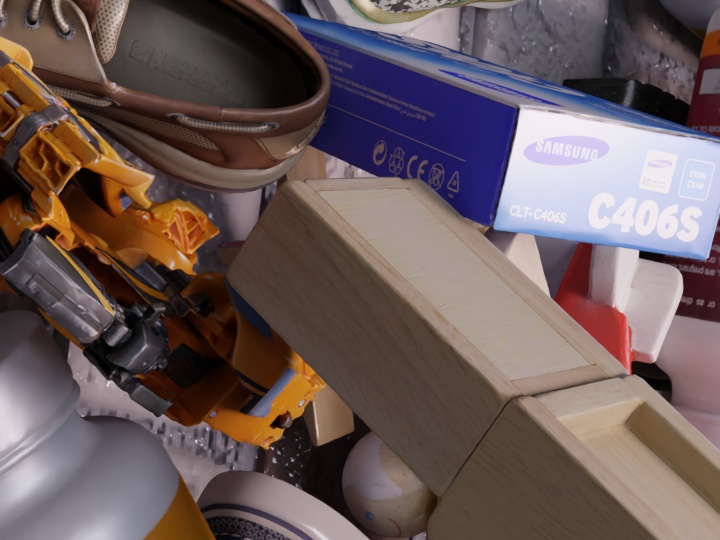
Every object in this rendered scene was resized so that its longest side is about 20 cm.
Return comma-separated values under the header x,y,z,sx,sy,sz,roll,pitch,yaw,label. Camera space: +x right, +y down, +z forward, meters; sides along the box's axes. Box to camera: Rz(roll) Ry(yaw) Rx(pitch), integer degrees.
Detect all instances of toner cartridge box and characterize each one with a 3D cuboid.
x,y,z,sx,sy,sz,roll,pitch,yaw,label
0.036,-0.054,0.750,0.094,0.200,0.044,6,102,-32,toner cartridge box

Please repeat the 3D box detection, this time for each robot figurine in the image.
x,y,z,sx,sy,sz,roll,pitch,yaw,label
-0.085,-0.011,0.651,0.058,0.145,0.200,-47,152,-1,robot figurine

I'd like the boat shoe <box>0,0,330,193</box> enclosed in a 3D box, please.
x,y,z,sx,sy,sz,roll,pitch,yaw,label
-0.099,-0.091,0.698,0.199,0.072,0.076,18,70,-19,boat shoe

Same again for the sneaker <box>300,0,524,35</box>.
x,y,z,sx,sy,sz,roll,pitch,yaw,label
0.063,-0.148,0.874,0.199,0.088,0.077,-31,105,-42,sneaker

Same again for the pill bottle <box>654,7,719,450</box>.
x,y,z,sx,sy,sz,roll,pitch,yaw,label
0.185,-0.007,0.883,0.112,0.113,0.202,14,88,-41,pill bottle

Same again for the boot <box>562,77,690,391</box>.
x,y,z,sx,sy,sz,roll,pitch,yaw,label
0.150,-0.003,0.967,0.199,0.067,0.132,17,82,-38,boot

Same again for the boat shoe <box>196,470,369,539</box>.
x,y,z,sx,sy,sz,roll,pitch,yaw,label
-0.012,0.174,0.766,0.201,0.074,0.093,55,44,-24,boat shoe

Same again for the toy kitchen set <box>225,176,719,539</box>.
x,y,z,sx,sy,sz,roll,pitch,yaw,label
0.030,0.103,0.670,0.180,0.201,0.163,44,24,23,toy kitchen set

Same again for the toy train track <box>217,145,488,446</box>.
x,y,z,sx,sy,sz,roll,pitch,yaw,label
0.000,0.000,0.830,0.199,0.032,0.116,-17,105,-48,toy train track

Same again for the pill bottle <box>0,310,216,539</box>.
x,y,z,sx,sy,sz,roll,pitch,yaw,label
-0.094,0.119,0.673,0.111,0.111,0.201,-41,111,-39,pill bottle

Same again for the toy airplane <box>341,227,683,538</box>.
x,y,z,sx,sy,sz,roll,pitch,yaw,label
0.062,0.067,0.805,0.199,0.140,0.202,-56,141,-76,toy airplane

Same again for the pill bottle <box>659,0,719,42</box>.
x,y,z,sx,sy,sz,roll,pitch,yaw,label
0.209,-0.149,0.997,0.199,0.111,0.113,33,63,-36,pill bottle
